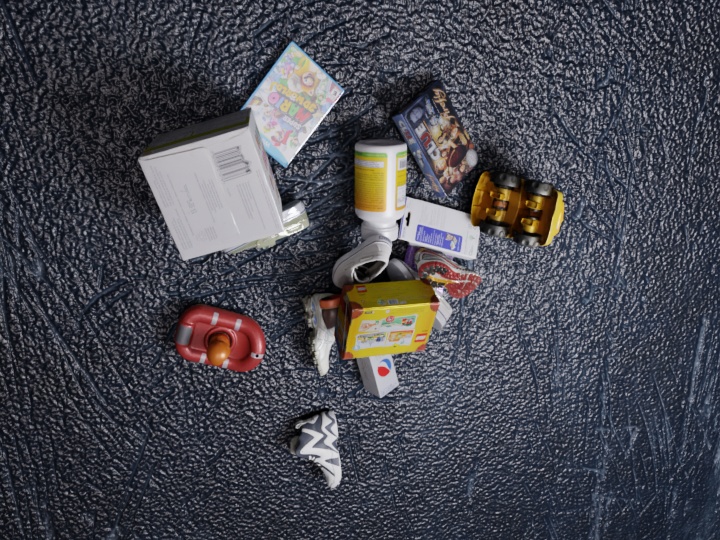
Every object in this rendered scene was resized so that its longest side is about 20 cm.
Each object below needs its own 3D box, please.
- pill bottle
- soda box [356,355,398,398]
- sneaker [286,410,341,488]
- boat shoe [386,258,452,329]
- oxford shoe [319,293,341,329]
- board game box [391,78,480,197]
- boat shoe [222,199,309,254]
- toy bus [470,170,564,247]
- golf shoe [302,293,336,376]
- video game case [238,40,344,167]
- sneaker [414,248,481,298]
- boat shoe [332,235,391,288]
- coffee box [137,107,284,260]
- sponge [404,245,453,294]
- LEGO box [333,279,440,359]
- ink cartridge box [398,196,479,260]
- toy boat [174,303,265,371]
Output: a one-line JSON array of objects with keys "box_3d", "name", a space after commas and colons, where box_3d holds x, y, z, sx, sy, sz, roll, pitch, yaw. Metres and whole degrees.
[{"box_3d": [0.042, -0.169, 1.173, 0.109, 0.111, 0.204, -4, 110, -11], "name": "pill bottle"}, {"box_3d": [0.028, 0.196, 1.314, 0.063, 0.068, 0.203, -27, 115, -29], "name": "soda box"}, {"box_3d": [-0.118, 0.454, 1.377, 0.127, 0.080, 0.203, -6, 110, -9], "name": "sneaker"}, {"box_3d": [0.139, 0.041, 1.263, 0.200, 0.072, 0.066, 48, 64, -8], "name": "boat shoe"}, {"box_3d": [-0.001, 0.082, 1.257, 0.197, 0.071, 0.074, -11, 98, -26], "name": "oxford shoe"}, {"box_3d": [0.165, -0.278, 1.173, 0.136, 0.034, 0.201, -45, 115, -23], "name": "board game box"}, {"box_3d": [-0.200, -0.079, 1.174, 0.197, 0.072, 0.063, -28, 110, -5], "name": "boat shoe"}, {"box_3d": [0.374, -0.132, 1.217, 0.190, 0.199, 0.138, 0, 108, -43], "name": "toy bus"}, {"box_3d": [-0.076, 0.149, 1.282, 0.095, 0.078, 0.204, -10, 112, -15], "name": "golf shoe"}, {"box_3d": [-0.147, -0.335, 1.124, 0.142, 0.018, 0.201, 37, 98, -22], "name": "video game case"}, {"box_3d": [0.201, 0.000, 1.256, 0.198, 0.083, 0.078, 23, 122, -38], "name": "sneaker"}, {"box_3d": [0.000, 0.000, 1.188, 0.071, 0.067, 0.199, 26, 141, -27], "name": "boat shoe"}, {"box_3d": [-0.270, -0.170, 1.050, 0.196, 0.198, 0.203, -17, 116, -2], "name": "coffee box"}, {"box_3d": [0.147, 0.022, 1.308, 0.109, 0.030, 0.204, 10, 107, -16], "name": "sponge"}, {"box_3d": [0.054, 0.104, 1.179, 0.196, 0.078, 0.151, -3, 131, -18], "name": "LEGO box"}, {"box_3d": [0.176, -0.094, 1.251, 0.196, 0.039, 0.101, 14, 82, -17], "name": "ink cartridge box"}, {"box_3d": [-0.305, 0.162, 1.204, 0.197, 0.131, 0.133, 16, 106, -17], "name": "toy boat"}]
